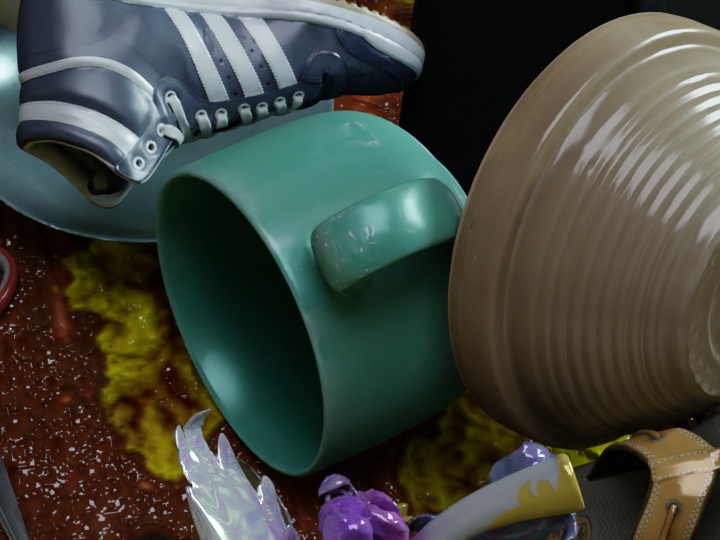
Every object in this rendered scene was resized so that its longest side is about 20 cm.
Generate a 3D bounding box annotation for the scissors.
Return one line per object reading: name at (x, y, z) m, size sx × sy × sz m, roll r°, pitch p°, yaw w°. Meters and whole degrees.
scissors at (-0.194, 0.061, 1.128) m, size 0.073 × 0.014 × 0.201 m, roll -2°, pitch 51°, yaw -10°

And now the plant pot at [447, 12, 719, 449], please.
plant pot at (0.138, -0.004, 1.044) m, size 0.201 × 0.202 × 0.093 m, roll -35°, pitch 43°, yaw -29°

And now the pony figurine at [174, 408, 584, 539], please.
pony figurine at (0.004, 0.146, 0.985) m, size 0.199 × 0.167 × 0.194 m, roll -19°, pitch 78°, yaw 3°

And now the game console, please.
game console at (0.122, -0.074, 1.177) m, size 0.175 × 0.201 × 0.116 m, roll 3°, pitch 8°, yaw -29°

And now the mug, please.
mug at (-0.001, 0.008, 1.085) m, size 0.114 × 0.153 × 0.185 m, roll -23°, pitch 27°, yaw -25°

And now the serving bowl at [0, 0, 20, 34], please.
serving bowl at (-0.112, -0.191, 1.169) m, size 0.199 × 0.201 × 0.066 m, roll -5°, pitch 19°, yaw -9°

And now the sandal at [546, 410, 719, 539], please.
sandal at (0.122, 0.097, 1.027) m, size 0.199 × 0.055 × 0.082 m, roll -16°, pitch 59°, yaw 31°

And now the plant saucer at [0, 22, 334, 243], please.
plant saucer at (-0.114, -0.079, 1.233) m, size 0.200 × 0.039 × 0.202 m, roll 3°, pitch 49°, yaw -3°

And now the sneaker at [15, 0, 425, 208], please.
sneaker at (-0.069, -0.079, 1.131) m, size 0.199 × 0.070 × 0.109 m, roll 10°, pitch 76°, yaw -15°
